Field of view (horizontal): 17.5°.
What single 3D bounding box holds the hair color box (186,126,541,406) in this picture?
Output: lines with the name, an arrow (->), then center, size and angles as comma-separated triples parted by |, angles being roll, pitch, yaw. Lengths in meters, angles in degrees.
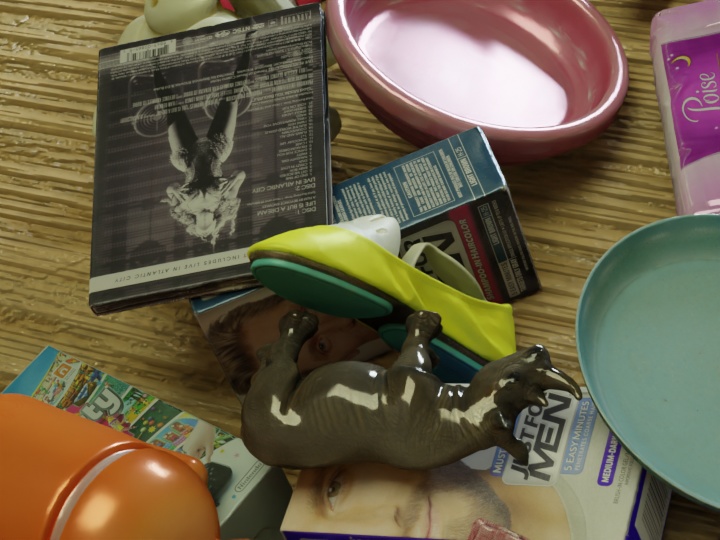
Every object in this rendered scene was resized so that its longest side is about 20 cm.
hair color box -> 0.000, 0.000, 1.413 | 0.199, 0.100, 0.061 | -22, 47, 2

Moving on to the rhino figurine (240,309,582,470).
rhino figurine -> 0.025, 0.071, 1.274 | 0.199, 0.060, 0.088 | -1, 51, 19

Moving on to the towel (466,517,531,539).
towel -> 0.109, 0.224, 1.167 | 0.200, 0.023, 0.144 | 22, 81, 32

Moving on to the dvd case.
dvd case -> -0.090, -0.069, 1.417 | 0.148, 0.016, 0.201 | -11, 53, 11

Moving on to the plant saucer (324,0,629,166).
plant saucer -> 0.070, -0.134, 1.498 | 0.200, 0.051, 0.201 | 11, 41, -10

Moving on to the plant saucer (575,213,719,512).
plant saucer -> 0.209, 0.056, 1.270 | 0.199, 0.027, 0.201 | 7, 52, -9

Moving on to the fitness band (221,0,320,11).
fitness band -> -0.045, -0.255, 1.727 | 0.200, 0.037, 0.144 | -35, 42, -13

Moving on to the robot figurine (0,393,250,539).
robot figurine -> -0.159, 0.137, 1.250 | 0.200, 0.144, 0.117 | 17, 85, 33

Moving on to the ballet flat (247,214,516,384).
ballet flat -> 0.017, 0.007, 1.336 | 0.067, 0.200, 0.067 | -9, 59, 48

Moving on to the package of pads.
package of pads -> 0.243, -0.081, 1.406 | 0.120, 0.076, 0.200 | -12, 45, 10

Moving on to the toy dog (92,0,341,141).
toy dog -> -0.110, -0.101, 1.533 | 0.193, 0.140, 0.200 | -14, 45, 19

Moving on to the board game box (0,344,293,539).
board game box -> -0.155, 0.144, 1.368 | 0.200, 0.064, 0.148 | 22, 59, 37

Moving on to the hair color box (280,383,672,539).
hair color box -> 0.067, 0.122, 1.295 | 0.199, 0.065, 0.110 | -1, 49, 24
